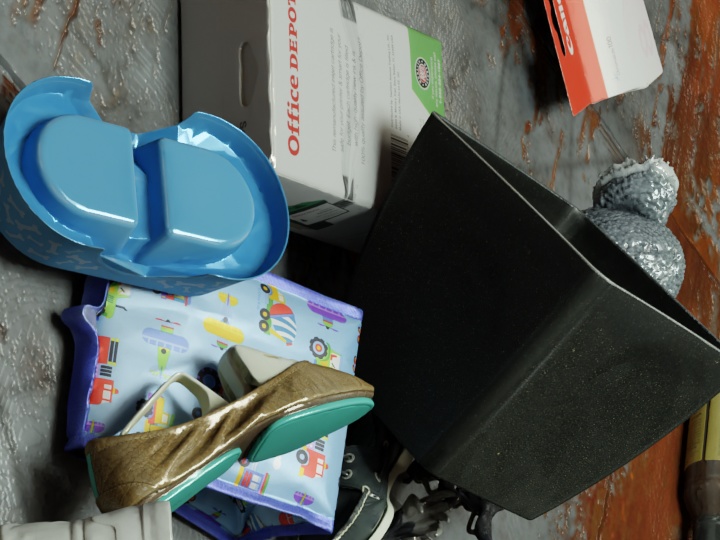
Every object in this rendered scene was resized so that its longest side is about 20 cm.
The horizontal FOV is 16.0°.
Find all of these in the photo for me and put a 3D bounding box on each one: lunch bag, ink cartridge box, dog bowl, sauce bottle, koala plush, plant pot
[{"bbox_3d":[-0.103,0.065,1.574,0.200,0.094,0.151,30,58,-40],"label":"lunch bag"},{"bbox_3d":[-0.030,-0.105,1.726,0.199,0.084,0.147,18,65,-50],"label":"ink cartridge box"},{"bbox_3d":[-0.137,-0.044,1.519,0.199,0.050,0.112,14,57,-36],"label":"dog bowl"},{"bbox_3d":[0.199,-0.225,2.148,0.200,0.057,0.164,-44,119,-73],"label":"ink cartridge box"},{"bbox_3d":[0.313,0.174,2.230,0.065,0.064,0.201,45,46,-43],"label":"sauce bottle"},{"bbox_3d":[0.150,0.010,1.881,0.184,0.199,0.178,34,53,-49],"label":"koala plush"},{"bbox_3d":[0.099,0.046,1.705,0.200,0.178,0.200,28,15,-49],"label":"plant pot"}]

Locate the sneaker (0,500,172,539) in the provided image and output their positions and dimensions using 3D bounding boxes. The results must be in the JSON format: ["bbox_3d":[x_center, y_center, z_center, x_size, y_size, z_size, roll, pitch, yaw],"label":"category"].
[{"bbox_3d":[-0.161,0.185,1.442,0.200,0.115,0.074,96,-12,-61],"label":"sneaker"}]

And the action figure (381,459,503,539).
[{"bbox_3d":[0.056,0.200,1.763,0.119,0.102,0.201,46,42,-21],"label":"action figure"}]

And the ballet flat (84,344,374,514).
[{"bbox_3d":[-0.081,0.087,1.511,0.199,0.068,0.073,-26,74,-33],"label":"ballet flat"}]

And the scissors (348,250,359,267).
[{"bbox_3d":[0.000,0.000,1.824,0.073,0.014,0.201,6,77,-59],"label":"scissors"}]

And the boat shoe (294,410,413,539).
[{"bbox_3d":[-0.013,0.135,1.697,0.066,0.074,0.200,56,34,-16],"label":"boat shoe"}]
